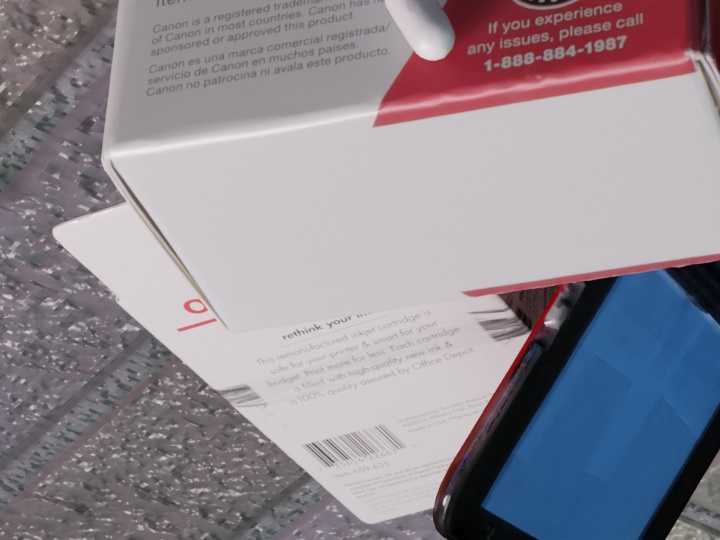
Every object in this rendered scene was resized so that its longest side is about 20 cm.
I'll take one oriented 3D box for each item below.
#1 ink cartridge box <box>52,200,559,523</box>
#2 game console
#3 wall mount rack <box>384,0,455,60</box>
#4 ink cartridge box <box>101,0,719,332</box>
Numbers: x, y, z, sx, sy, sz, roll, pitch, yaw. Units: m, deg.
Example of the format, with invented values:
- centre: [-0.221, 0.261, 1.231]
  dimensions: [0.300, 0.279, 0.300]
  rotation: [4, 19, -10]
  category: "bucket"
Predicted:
- centre: [0.000, 0.000, 0.968]
  dimensions: [0.116, 0.067, 0.200]
  rotation: [-17, 139, 26]
  category: "ink cartridge box"
- centre: [0.134, 0.040, 0.915]
  dimensions: [0.172, 0.119, 0.200]
  rotation: [-3, 165, 20]
  category: "game console"
- centre: [0.016, -0.154, 0.658]
  dimensions: [0.200, 0.075, 0.174]
  rotation: [-35, 95, 4]
  category: "wall mount rack"
- centre: [0.025, -0.098, 0.723]
  dimensions: [0.146, 0.200, 0.083]
  rotation: [-9, 145, 18]
  category: "ink cartridge box"
